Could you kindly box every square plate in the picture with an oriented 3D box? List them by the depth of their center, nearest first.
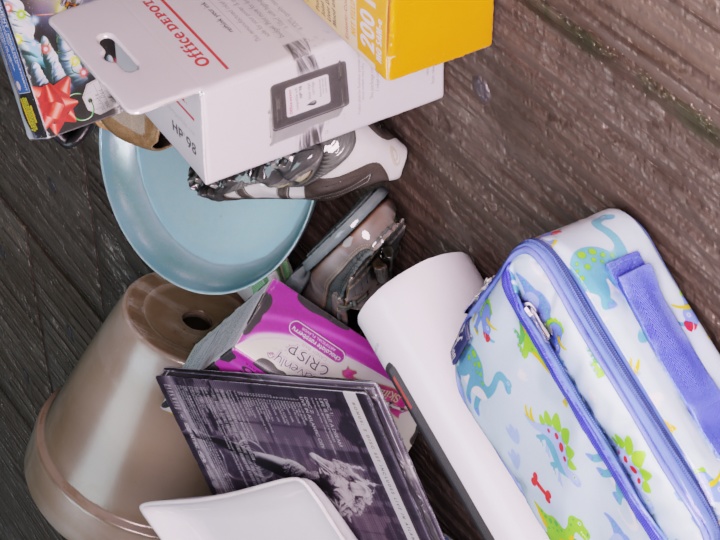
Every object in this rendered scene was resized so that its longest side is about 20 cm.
[{"bbox_3d":[-0.035,0.216,1.471,0.200,0.028,0.199,-16,113,52],"label":"square plate"}]

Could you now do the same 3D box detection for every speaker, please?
[{"bbox_3d":[0.078,0.089,1.297,0.201,0.081,0.081,60,156,20],"label":"speaker"}]

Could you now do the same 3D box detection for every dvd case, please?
[{"bbox_3d":[-0.035,0.130,1.429,0.199,0.016,0.149,2,123,46],"label":"dvd case"}]

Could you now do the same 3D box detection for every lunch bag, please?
[{"bbox_3d":[0.134,0.078,1.163,0.201,0.082,0.161,61,153,16],"label":"lunch bag"}]

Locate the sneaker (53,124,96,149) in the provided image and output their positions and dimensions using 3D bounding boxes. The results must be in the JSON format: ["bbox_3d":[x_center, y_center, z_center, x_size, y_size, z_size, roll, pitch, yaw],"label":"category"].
[{"bbox_3d":[-0.191,-0.167,1.533,0.075,0.079,0.201,16,142,13],"label":"sneaker"}]

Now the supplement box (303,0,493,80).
[{"bbox_3d":[-0.008,-0.213,1.229,0.200,0.073,0.127,47,149,42],"label":"supplement box"}]

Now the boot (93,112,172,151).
[{"bbox_3d":[-0.115,-0.173,1.445,0.075,0.073,0.201,32,110,36],"label":"boot"}]

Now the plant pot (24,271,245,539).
[{"bbox_3d":[-0.143,0.100,1.695,0.200,0.199,0.174,49,134,38],"label":"plant pot"}]

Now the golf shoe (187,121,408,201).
[{"bbox_3d":[-0.043,-0.072,1.402,0.200,0.094,0.078,13,90,63],"label":"golf shoe"}]

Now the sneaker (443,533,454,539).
[{"bbox_3d":[0.020,0.196,1.477,0.199,0.076,0.077,14,151,47],"label":"sneaker"}]

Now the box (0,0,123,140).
[{"bbox_3d":[-0.132,-0.176,1.374,0.040,0.199,0.138,5,115,62],"label":"box"}]

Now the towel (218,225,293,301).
[{"bbox_3d":[-0.102,-0.019,1.612,0.200,0.023,0.153,43,164,33],"label":"towel"}]

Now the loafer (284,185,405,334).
[{"bbox_3d":[0.000,0.000,1.429,0.063,0.072,0.200,45,162,0],"label":"loafer"}]

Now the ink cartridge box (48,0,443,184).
[{"bbox_3d":[-0.065,-0.122,1.273,0.116,0.199,0.067,47,149,41],"label":"ink cartridge box"}]

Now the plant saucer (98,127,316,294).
[{"bbox_3d":[-0.097,-0.085,1.504,0.199,0.027,0.201,6,99,38],"label":"plant saucer"}]

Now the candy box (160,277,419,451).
[{"bbox_3d":[-0.045,0.087,1.511,0.136,0.061,0.200,33,158,-7],"label":"candy box"}]
